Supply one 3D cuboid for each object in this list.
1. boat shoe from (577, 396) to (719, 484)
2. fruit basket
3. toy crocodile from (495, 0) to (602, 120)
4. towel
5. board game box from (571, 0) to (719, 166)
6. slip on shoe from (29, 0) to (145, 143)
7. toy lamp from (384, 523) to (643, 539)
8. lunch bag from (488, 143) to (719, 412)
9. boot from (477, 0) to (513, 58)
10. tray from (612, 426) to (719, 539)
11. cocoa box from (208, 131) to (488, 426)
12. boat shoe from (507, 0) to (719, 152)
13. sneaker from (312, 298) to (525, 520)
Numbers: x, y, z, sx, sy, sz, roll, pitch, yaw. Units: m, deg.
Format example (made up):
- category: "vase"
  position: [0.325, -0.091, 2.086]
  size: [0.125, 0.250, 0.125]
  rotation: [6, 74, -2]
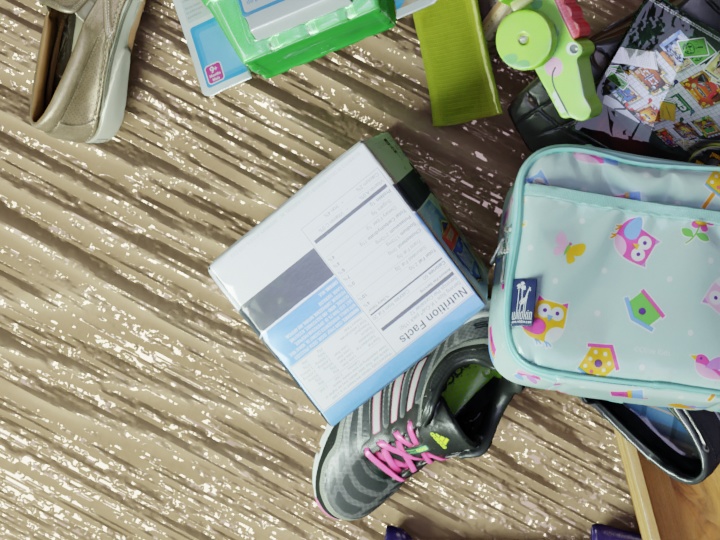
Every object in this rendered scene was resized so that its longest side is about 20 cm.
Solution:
- category: "boat shoe"
  position: [0.168, 0.068, 1.099]
  size: [0.200, 0.066, 0.070]
  rotation: [46, 126, 0]
- category: "fruit basket"
  position: [-0.060, -0.247, 1.135]
  size: [0.183, 0.094, 0.202]
  rotation: [-19, 88, 11]
- category: "toy crocodile"
  position: [0.108, -0.189, 1.060]
  size: [0.061, 0.067, 0.202]
  rotation: [-29, 83, 23]
- category: "towel"
  position: [0.052, -0.202, 1.133]
  size: [0.018, 0.086, 0.202]
  rotation: [-15, 95, -23]
- category: "board game box"
  position: [0.251, -0.091, 1.087]
  size: [0.199, 0.023, 0.105]
  rotation: [30, 98, -5]
- category: "slip on shoe"
  position: [-0.196, -0.192, 1.159]
  size: [0.076, 0.060, 0.202]
  rotation: [25, 108, 46]
- category: "toy lamp"
  position: [0.117, 0.213, 1.183]
  size: [0.197, 0.058, 0.059]
  rotation: [-2, 96, 6]
- category: "lunch bag"
  position: [0.179, 0.003, 1.041]
  size: [0.197, 0.077, 0.162]
  rotation: [8, 80, -1]
- category: "boot"
  position: [0.085, -0.269, 1.140]
  size: [0.166, 0.072, 0.201]
  rotation: [41, 112, 18]
- category: "tray"
  position: [0.245, 0.168, 1.146]
  size: [0.097, 0.037, 0.202]
  rotation: [-13, 80, -4]
- category: "cocoa box"
  position: [0.000, 0.000, 1.100]
  size: [0.133, 0.200, 0.132]
  rotation: [-38, 92, 8]
- category: "boat shoe"
  position: [0.197, -0.144, 1.129]
  size: [0.198, 0.074, 0.076]
  rotation: [-28, 105, 8]
- category: "sneaker"
  position: [0.044, 0.110, 1.156]
  size: [0.200, 0.088, 0.074]
  rotation: [-44, 116, 7]
